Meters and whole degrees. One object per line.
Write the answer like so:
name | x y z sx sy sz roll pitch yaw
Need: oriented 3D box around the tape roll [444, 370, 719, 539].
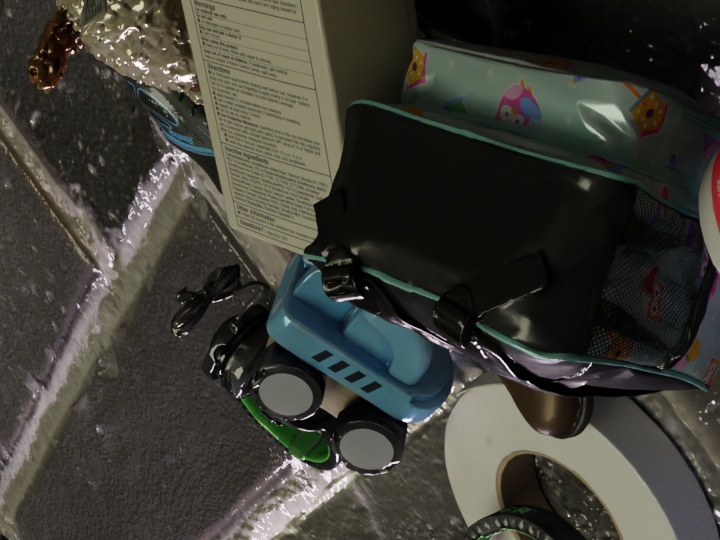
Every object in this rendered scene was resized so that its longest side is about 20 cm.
tape roll | 0.135 0.149 0.927 0.202 0.037 0.205 35 142 33

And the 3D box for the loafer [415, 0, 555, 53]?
loafer | 0.017 -0.179 0.759 0.201 0.070 0.068 46 116 15

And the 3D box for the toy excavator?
toy excavator | 0.000 0.000 0.915 0.193 0.100 0.200 33 126 -12

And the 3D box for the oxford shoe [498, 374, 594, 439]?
oxford shoe | 0.064 0.011 0.837 0.072 0.084 0.202 -33 83 51

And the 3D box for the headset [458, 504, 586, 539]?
headset | 0.130 0.244 0.927 0.123 0.093 0.202 -30 76 47

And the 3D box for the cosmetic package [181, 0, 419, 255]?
cosmetic package | -0.027 -0.110 0.741 0.104 0.071 0.202 21 133 36

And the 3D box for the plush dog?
plush dog | -0.093 -0.148 0.881 0.171 0.162 0.199 27 174 -30

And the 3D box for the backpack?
backpack | 0.095 -0.019 0.705 0.174 0.155 0.199 16 173 40

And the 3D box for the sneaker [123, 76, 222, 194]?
sneaker | -0.137 -0.133 1.018 0.200 0.073 0.082 49 149 15

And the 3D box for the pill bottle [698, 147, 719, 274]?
pill bottle | 0.221 -0.060 0.560 0.111 0.110 0.200 49 147 12

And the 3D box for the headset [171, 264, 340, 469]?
headset | -0.074 0.078 1.081 0.123 0.094 0.201 24 146 39
